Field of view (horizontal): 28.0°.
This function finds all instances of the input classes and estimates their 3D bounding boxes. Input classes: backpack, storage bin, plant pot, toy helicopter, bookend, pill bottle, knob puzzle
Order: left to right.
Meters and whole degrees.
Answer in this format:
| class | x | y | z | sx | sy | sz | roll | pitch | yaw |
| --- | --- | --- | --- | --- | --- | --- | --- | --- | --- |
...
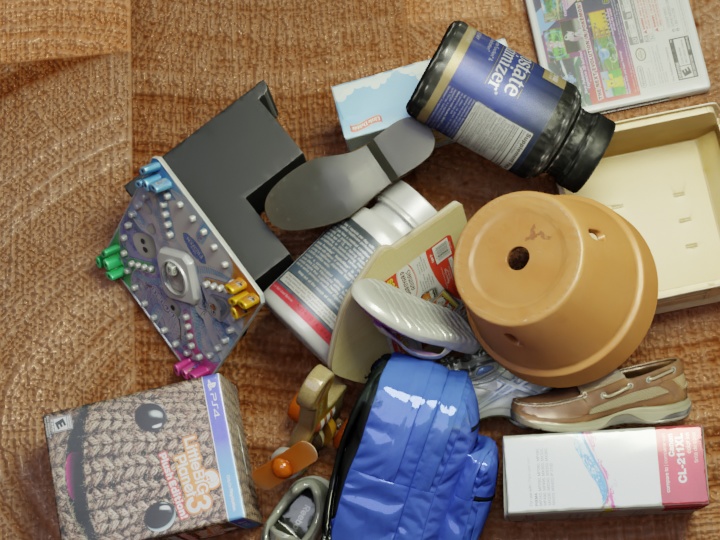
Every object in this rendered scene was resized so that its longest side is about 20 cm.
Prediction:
| class | x | y | z | sx | sy | sz | roll | pitch | yaw |
| --- | --- | --- | --- | --- | --- | --- | --- | --- | --- |
| bookend | -0.123 | -0.070 | 1.625 | 0.200 | 0.092 | 0.199 | -39 | 76 | -5 |
| toy helicopter | -0.057 | 0.160 | 1.503 | 0.079 | 0.200 | 0.132 | 33 | 65 | 13 |
| pill bottle | 0.000 | 0.000 | 1.578 | 0.120 | 0.120 | 0.200 | 43 | 85 | 15 |
| knob puzzle | 0.040 | 0.040 | 1.528 | 0.220 | 0.220 | 0.030 | -46 | 49 | -5 |
| backpack | 0.060 | 0.191 | 1.485 | 0.168 | 0.163 | 0.200 | 13 | 97 | 1 |
| pill bottle | 0.157 | -0.165 | 1.497 | 0.200 | 0.112 | 0.112 | 29 | 81 | -2 |
| plant pot | 0.181 | 0.006 | 1.448 | 0.200 | 0.140 | 0.200 | -9 | 70 | 27 |
| storage bin | 0.320 | -0.059 | 1.567 | 0.198 | 0.094 | 0.200 | -12 | 74 | 5 |

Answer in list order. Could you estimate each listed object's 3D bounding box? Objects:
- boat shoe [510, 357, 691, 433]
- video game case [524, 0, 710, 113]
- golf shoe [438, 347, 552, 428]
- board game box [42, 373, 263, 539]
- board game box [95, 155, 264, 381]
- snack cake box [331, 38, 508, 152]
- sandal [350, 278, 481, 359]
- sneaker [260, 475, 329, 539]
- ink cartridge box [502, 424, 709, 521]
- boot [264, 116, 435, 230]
| class | x | y | z | sx | sy | sz | roll | pitch | yaw |
| --- | --- | --- | --- | --- | --- | --- | --- | --- | --- |
| boat shoe | 0.251 | 0.126 | 1.517 | 0.200 | 0.076 | 0.072 | -5 | 98 | -17 |
| video game case | 0.290 | -0.281 | 1.664 | 0.182 | 0.023 | 0.200 | -11 | 76 | 4 |
| golf shoe | 0.183 | 0.118 | 1.562 | 0.200 | 0.078 | 0.097 | -17 | 93 | 7 |
| board game box | -0.224 | 0.216 | 1.562 | 0.200 | 0.097 | 0.160 | -14 | 75 | 4 |
| board game box | -0.203 | 0.009 | 1.568 | 0.026 | 0.200 | 0.200 | -27 | 74 | -39 |
| snack cake box | 0.076 | -0.185 | 1.617 | 0.200 | 0.115 | 0.067 | -15 | 74 | 3 |
| sandal | 0.056 | 0.063 | 1.478 | 0.050 | 0.203 | 0.082 | -53 | 49 | 15 |
| sneaker | -0.089 | 0.307 | 1.525 | 0.076 | 0.092 | 0.200 | 19 | 79 | 12 |
| ink cartridge box | 0.246 | 0.209 | 1.480 | 0.200 | 0.146 | 0.083 | -4 | 78 | 6 |
| boot | -0.008 | -0.098 | 1.563 | 0.200 | 0.075 | 0.074 | -26 | 88 | 5 |
